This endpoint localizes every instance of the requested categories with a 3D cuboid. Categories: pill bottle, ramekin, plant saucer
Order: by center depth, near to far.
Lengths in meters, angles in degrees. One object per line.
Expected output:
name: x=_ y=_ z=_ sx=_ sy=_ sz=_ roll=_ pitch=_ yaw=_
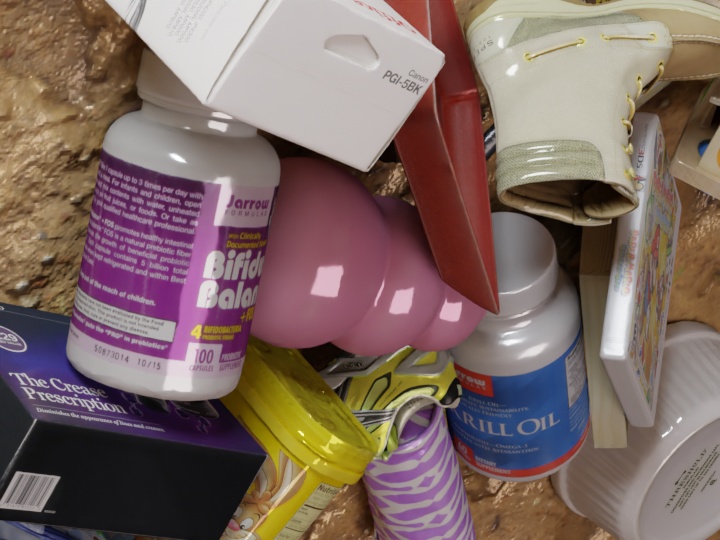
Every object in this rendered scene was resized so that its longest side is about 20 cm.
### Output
pill bottle: x=-0.110 y=-0.031 z=1.378 sx=0.112 sy=0.112 sz=0.201 roll=1 pitch=106 yaw=-42
plant saucer: x=0.048 y=-0.103 z=1.441 sx=0.036 sy=0.201 sz=0.200 roll=-9 pitch=141 yaw=10
pill bottle: x=0.110 y=0.055 z=1.675 sx=0.112 sy=0.112 sz=0.201 roll=-31 pitch=138 yaw=-17
ramekin: x=0.265 y=0.151 z=1.916 sx=0.202 sy=0.094 sz=0.203 roll=-25 pitch=138 yaw=-24

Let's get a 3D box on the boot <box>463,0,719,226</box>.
boot: x=0.174 y=-0.106 z=1.510 sx=0.199 sy=0.156 sz=0.072 roll=1 pitch=149 yaw=-15

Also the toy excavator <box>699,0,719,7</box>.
toy excavator: x=0.215 y=-0.251 z=1.510 sx=0.194 sy=0.100 sz=0.201 roll=-2 pitch=128 yaw=-39

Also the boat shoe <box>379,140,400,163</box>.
boat shoe: x=-0.014 y=-0.134 z=1.444 sx=0.071 sy=0.073 sz=0.200 roll=-12 pitch=149 yaw=7

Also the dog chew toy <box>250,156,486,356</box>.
dog chew toy: x=0.000 y=0.000 z=1.494 sx=0.199 sy=0.125 sz=0.125 roll=16 pitch=113 yaw=-31

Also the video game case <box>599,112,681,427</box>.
video game case: x=0.209 y=0.004 z=1.665 sx=0.200 sy=0.023 sz=0.183 roll=53 pitch=44 yaw=-68

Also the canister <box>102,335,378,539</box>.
canister: x=-0.101 y=0.150 z=1.542 sx=0.200 sy=0.149 sz=0.086 roll=-51 pitch=144 yaw=10

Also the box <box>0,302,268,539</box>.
box: x=-0.178 y=0.094 z=1.426 sx=0.199 sy=0.141 sz=0.079 roll=14 pitch=111 yaw=-48

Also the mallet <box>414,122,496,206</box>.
mallet: x=0.048 y=-0.037 z=1.592 sx=0.200 sy=0.041 sz=0.066 roll=-41 pitch=142 yaw=-5

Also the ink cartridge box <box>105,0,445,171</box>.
ink cartridge box: x=-0.070 y=-0.155 z=1.253 sx=0.146 sy=0.200 sz=0.083 roll=20 pitch=110 yaw=-49

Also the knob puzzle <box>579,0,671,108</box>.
knob puzzle: x=0.182 y=-0.176 z=1.599 sx=0.219 sy=0.030 sz=0.221 roll=-24 pitch=137 yaw=-24

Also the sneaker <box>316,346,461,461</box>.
sneaker: x=-0.018 y=0.111 z=1.616 sx=0.200 sy=0.077 sz=0.075 roll=-36 pitch=163 yaw=7

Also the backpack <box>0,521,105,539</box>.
backpack: x=-0.244 y=0.218 z=1.446 sx=0.190 sy=0.154 sz=0.201 roll=22 pitch=109 yaw=-33

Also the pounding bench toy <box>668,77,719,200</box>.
pounding bench toy: x=0.327 y=-0.137 z=1.676 sx=0.156 sy=0.124 sz=0.200 roll=-64 pitch=177 yaw=37

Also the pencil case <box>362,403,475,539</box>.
pencil case: x=0.035 y=0.160 z=1.733 sx=0.085 sy=0.084 sz=0.201 roll=1 pitch=139 yaw=14

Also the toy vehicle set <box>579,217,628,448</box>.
toy vehicle set: x=0.189 y=0.024 z=1.720 sx=0.026 sy=0.125 sz=0.201 roll=0 pitch=137 yaw=11
